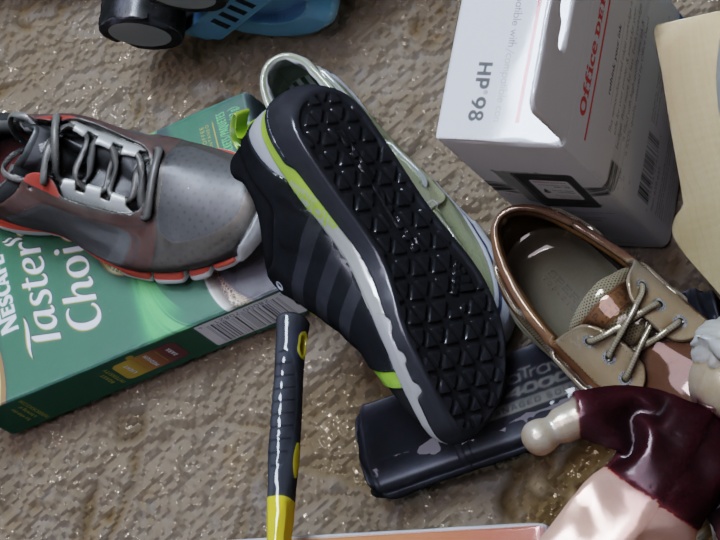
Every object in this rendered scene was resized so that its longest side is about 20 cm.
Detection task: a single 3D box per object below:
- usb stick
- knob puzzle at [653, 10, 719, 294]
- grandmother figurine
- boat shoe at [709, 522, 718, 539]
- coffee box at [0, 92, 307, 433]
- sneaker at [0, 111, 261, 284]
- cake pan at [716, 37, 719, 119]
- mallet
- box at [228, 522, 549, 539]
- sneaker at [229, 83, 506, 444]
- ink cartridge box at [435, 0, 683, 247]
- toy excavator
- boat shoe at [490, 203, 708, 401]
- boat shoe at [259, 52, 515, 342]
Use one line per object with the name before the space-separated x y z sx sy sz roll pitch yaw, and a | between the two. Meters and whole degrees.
usb stick | 0.089 0.062 1.234 0.200 0.033 0.055 -21 58 17
knob puzzle | 0.246 -0.037 1.173 0.219 0.030 0.220 1 95 16
grandmother figurine | 0.124 0.099 1.080 0.121 0.061 0.200 39 83 -9
boat shoe | 0.185 0.155 1.141 0.069 0.071 0.200 -14 59 20
coffee box | -0.128 -0.002 1.346 0.200 0.044 0.123 -21 65 16
sneaker | -0.141 -0.045 1.293 0.200 0.082 0.077 7 74 26
cake pan | 0.264 -0.088 1.123 0.200 0.037 0.200 0 89 17
mallet | -0.041 0.110 1.135 0.041 0.066 0.200 -10 69 23
box | 0.012 0.208 1.177 0.200 0.106 0.152 -7 70 23
sneaker | 0.000 0.000 1.233 0.083 0.072 0.200 -34 82 45
ink cartridge box | 0.097 -0.096 1.187 0.067 0.200 0.116 4 75 26
toy excavator | -0.018 -0.175 1.331 0.194 0.200 0.100 -26 56 62
boat shoe | 0.125 0.035 1.161 0.076 0.072 0.200 -48 50 -4
boat shoe | 0.005 -0.032 1.285 0.072 0.062 0.200 -42 62 6
